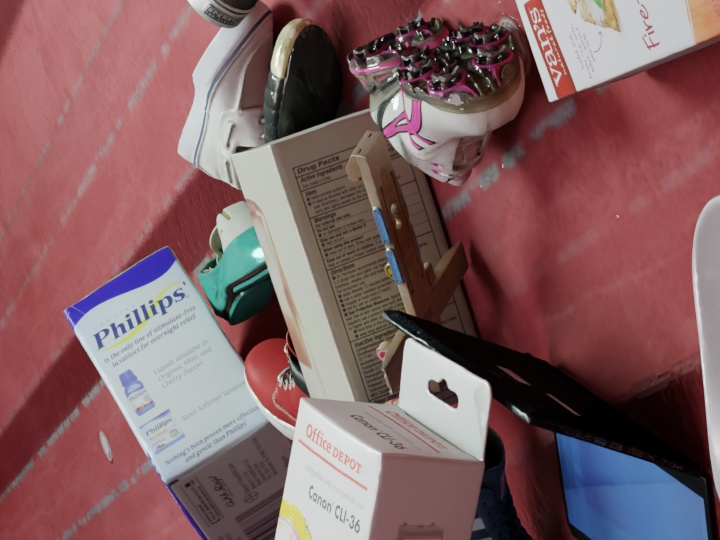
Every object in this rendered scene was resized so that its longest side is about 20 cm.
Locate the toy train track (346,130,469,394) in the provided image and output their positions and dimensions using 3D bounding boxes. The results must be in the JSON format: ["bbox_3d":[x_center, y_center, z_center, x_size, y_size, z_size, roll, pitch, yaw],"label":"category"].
[{"bbox_3d":[0.019,-0.004,1.433,0.032,0.115,0.200,10,138,28],"label":"toy train track"}]

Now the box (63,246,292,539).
[{"bbox_3d":[-0.129,0.117,1.885,0.200,0.105,0.184,55,175,35],"label":"box"}]

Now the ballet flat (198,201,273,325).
[{"bbox_3d":[-0.089,-0.014,1.786,0.071,0.067,0.200,58,160,6],"label":"ballet flat"}]

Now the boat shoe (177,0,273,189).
[{"bbox_3d":[-0.082,-0.122,1.697,0.070,0.071,0.200,37,148,8],"label":"boat shoe"}]

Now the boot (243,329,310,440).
[{"bbox_3d":[-0.038,0.069,1.675,0.200,0.072,0.144,33,160,48],"label":"boot"}]

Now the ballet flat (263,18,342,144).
[{"bbox_3d":[-0.050,-0.099,1.608,0.057,0.066,0.200,39,149,25],"label":"ballet flat"}]

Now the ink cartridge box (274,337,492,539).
[{"bbox_3d":[0.006,0.143,1.286,0.116,0.067,0.201,26,107,62],"label":"ink cartridge box"}]

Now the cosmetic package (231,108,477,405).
[{"bbox_3d":[0.000,0.000,1.530,0.087,0.103,0.201,-4,104,68],"label":"cosmetic package"}]

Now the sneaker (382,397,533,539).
[{"bbox_3d":[0.075,0.150,1.470,0.200,0.084,0.075,40,-149,-26],"label":"sneaker"}]

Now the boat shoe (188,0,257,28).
[{"bbox_3d":[-0.103,-0.261,1.617,0.064,0.071,0.200,-44,54,33],"label":"boat shoe"}]

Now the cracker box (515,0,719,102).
[{"bbox_3d":[0.130,-0.165,1.107,0.134,0.058,0.200,71,160,-1],"label":"cracker box"}]

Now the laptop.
[{"bbox_3d":[0.112,0.120,1.350,0.177,0.200,0.104,34,103,57],"label":"laptop"}]

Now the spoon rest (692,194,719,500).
[{"bbox_3d":[0.199,0.058,1.136,0.099,0.060,0.201,28,135,61],"label":"spoon rest"}]

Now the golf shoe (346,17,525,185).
[{"bbox_3d":[0.057,-0.094,1.353,0.092,0.072,0.200,66,171,-14],"label":"golf shoe"}]
